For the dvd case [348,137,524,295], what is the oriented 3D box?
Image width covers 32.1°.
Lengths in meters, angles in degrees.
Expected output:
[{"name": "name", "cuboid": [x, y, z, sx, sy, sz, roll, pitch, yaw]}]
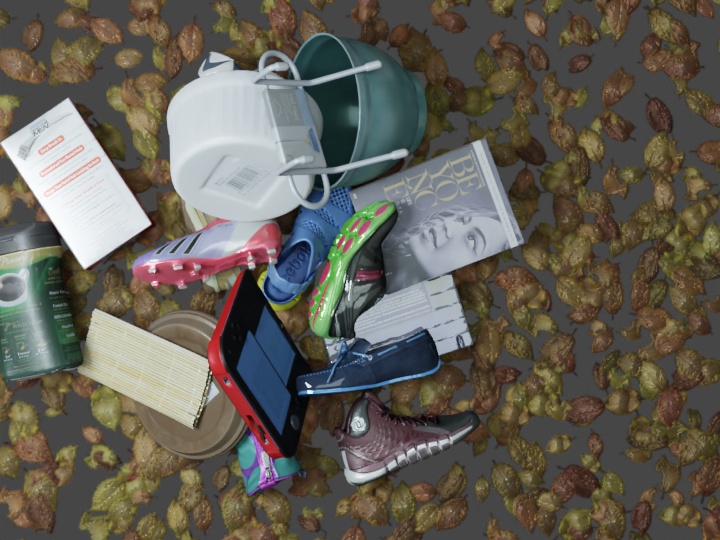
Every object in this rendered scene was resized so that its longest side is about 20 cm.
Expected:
[{"name": "dvd case", "cuboid": [0.101, -0.071, 1.670, 0.198, 0.016, 0.150, -21, 95, 7]}]

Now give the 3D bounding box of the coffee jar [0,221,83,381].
[{"name": "coffee jar", "cuboid": [-0.434, 0.039, 1.642, 0.103, 0.085, 0.202, -10, 90, 19]}]

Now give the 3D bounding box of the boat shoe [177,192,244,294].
[{"name": "boat shoe", "cuboid": [-0.198, -0.073, 1.678, 0.075, 0.072, 0.202, -15, 102, -3]}]

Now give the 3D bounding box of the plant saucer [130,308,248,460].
[{"name": "plant saucer", "cuboid": [-0.227, 0.152, 1.640, 0.198, 0.029, 0.203, 4, 98, 26]}]

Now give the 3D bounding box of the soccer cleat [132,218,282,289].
[{"name": "soccer cleat", "cuboid": [-0.200, -0.030, 1.626, 0.198, 0.067, 0.077, -12, 64, -7]}]

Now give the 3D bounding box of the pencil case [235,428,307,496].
[{"name": "pencil case", "cuboid": [-0.141, 0.192, 1.665, 0.084, 0.092, 0.202, -18, 90, -5]}]

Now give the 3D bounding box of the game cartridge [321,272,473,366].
[{"name": "game cartridge", "cuboid": [0.043, 0.071, 1.712, 0.198, 0.038, 0.131, -17, 87, -4]}]

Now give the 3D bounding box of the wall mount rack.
[{"name": "wall mount rack", "cuboid": [-0.040, -0.180, 1.487, 0.173, 0.074, 0.202, -8, 79, -44]}]

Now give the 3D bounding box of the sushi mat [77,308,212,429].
[{"name": "sushi mat", "cuboid": [-0.284, 0.128, 1.640, 0.198, 0.012, 0.097, 21, 102, 23]}]

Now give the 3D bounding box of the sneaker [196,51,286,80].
[{"name": "sneaker", "cuboid": [-0.157, -0.199, 1.638, 0.198, 0.079, 0.131, 26, 85, 29]}]

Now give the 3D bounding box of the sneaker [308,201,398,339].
[{"name": "sneaker", "cuboid": [0.000, 0.000, 1.660, 0.083, 0.077, 0.202, 21, 102, -25]}]

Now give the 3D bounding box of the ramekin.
[{"name": "ramekin", "cuboid": [-0.145, -0.148, 1.563, 0.198, 0.201, 0.099, 2, 59, -5]}]

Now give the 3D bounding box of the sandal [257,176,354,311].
[{"name": "sandal", "cuboid": [-0.068, -0.036, 1.678, 0.079, 0.087, 0.201, 28, 85, -2]}]

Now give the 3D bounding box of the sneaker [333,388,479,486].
[{"name": "sneaker", "cuboid": [0.055, 0.203, 1.691, 0.198, 0.076, 0.117, -23, 88, -4]}]

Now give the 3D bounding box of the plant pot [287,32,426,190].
[{"name": "plant pot", "cuboid": [0.004, -0.208, 1.647, 0.133, 0.200, 0.203, -3, 89, -31]}]

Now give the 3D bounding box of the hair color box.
[{"name": "hair color box", "cuboid": [-0.374, -0.114, 1.666, 0.110, 0.064, 0.201, -33, 93, -4]}]

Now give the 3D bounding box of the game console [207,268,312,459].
[{"name": "game console", "cuboid": [-0.122, 0.123, 1.602, 0.031, 0.178, 0.201, -14, 123, 25]}]

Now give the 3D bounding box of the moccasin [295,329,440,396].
[{"name": "moccasin", "cuboid": [0.006, 0.122, 1.663, 0.198, 0.080, 0.069, -11, 87, -19]}]
